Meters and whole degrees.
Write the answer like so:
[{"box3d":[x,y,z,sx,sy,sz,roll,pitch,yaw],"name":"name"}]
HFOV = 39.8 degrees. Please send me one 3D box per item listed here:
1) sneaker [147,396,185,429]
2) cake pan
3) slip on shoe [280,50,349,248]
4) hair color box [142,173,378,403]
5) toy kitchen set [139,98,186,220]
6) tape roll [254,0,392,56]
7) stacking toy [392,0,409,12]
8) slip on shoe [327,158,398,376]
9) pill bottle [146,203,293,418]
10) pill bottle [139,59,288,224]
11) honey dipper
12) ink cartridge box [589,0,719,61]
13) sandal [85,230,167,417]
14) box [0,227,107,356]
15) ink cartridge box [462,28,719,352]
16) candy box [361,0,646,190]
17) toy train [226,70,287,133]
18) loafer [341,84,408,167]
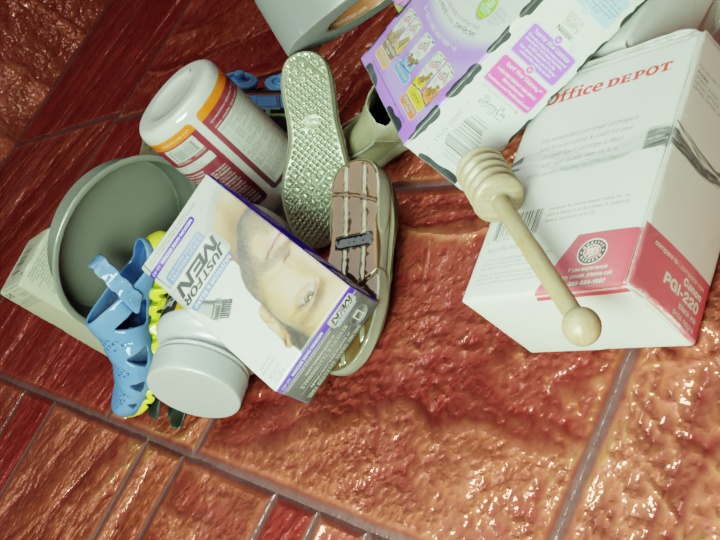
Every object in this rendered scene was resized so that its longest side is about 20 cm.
[{"box3d":[-0.183,0.067,1.099,0.201,0.060,0.104,-61,30,-5],"name":"sneaker"},{"box3d":[-0.255,-0.033,1.079,0.037,0.200,0.201,25,79,35],"name":"cake pan"},{"box3d":[-0.048,-0.124,1.033,0.061,0.073,0.202,-61,-34,-85],"name":"slip on shoe"},{"box3d":[-0.093,0.013,0.882,0.200,0.065,0.110,37,93,30],"name":"hair color box"},{"box3d":[-0.214,-0.079,1.273,0.201,0.162,0.181,-93,20,-49],"name":"toy kitchen set"},{"box3d":[-0.006,-0.297,0.998,0.199,0.066,0.200,-32,4,2],"name":"tape roll"},{"box3d":[0.064,-0.254,0.880,0.109,0.200,0.117,24,91,36],"name":"stacking toy"},{"box3d":[0.000,0.000,0.910,0.075,0.061,0.202,-7,69,27],"name":"slip on shoe"},{"box3d":[-0.140,0.039,1.007,0.114,0.114,0.201,-23,40,41],"name":"pill bottle"},{"box3d":[-0.131,-0.122,1.071,0.109,0.200,0.110,-31,36,25],"name":"pill bottle"},{"box3d":[0.104,-0.019,0.629,0.038,0.038,0.200,-43,32,16],"name":"honey dipper"},{"box3d":[0.198,-0.208,0.816,0.199,0.087,0.146,13,69,57],"name":"ink cartridge box"},{"box3d":[-0.249,0.056,1.043,0.079,0.086,0.202,18,104,57],"name":"sandal"},{"box3d":[-0.303,0.040,1.150,0.068,0.200,0.083,-17,43,50],"name":"box"},{"box3d":[0.173,-0.051,0.685,0.145,0.085,0.201,-9,53,52],"name":"ink cartridge box"},{"box3d":[0.103,-0.189,0.773,0.200,0.071,0.168,-46,32,19],"name":"candy box"},{"box3d":[-0.144,-0.183,1.188,0.115,0.198,0.087,-100,12,-53],"name":"toy train"},{"box3d":[0.025,-0.157,1.026,0.199,0.068,0.076,-20,43,45],"name":"loafer"}]
